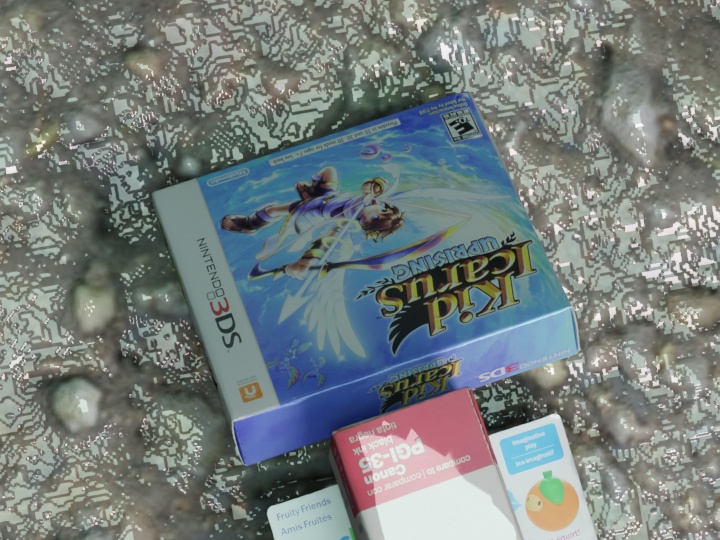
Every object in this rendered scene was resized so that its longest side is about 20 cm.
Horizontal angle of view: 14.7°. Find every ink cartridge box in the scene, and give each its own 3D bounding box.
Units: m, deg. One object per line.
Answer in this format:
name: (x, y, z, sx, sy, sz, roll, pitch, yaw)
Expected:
ink cartridge box: (0.051, 0.176, 1.527, 0.082, 0.147, 0.201, -18, 82, -5)

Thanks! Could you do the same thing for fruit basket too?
fruit basket: (0.061, 0.206, 1.629, 0.184, 0.094, 0.201, -17, 97, -6)

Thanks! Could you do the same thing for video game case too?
video game case: (0.000, 0.000, 1.578, 0.199, 0.182, 0.046, -19, 140, -5)
